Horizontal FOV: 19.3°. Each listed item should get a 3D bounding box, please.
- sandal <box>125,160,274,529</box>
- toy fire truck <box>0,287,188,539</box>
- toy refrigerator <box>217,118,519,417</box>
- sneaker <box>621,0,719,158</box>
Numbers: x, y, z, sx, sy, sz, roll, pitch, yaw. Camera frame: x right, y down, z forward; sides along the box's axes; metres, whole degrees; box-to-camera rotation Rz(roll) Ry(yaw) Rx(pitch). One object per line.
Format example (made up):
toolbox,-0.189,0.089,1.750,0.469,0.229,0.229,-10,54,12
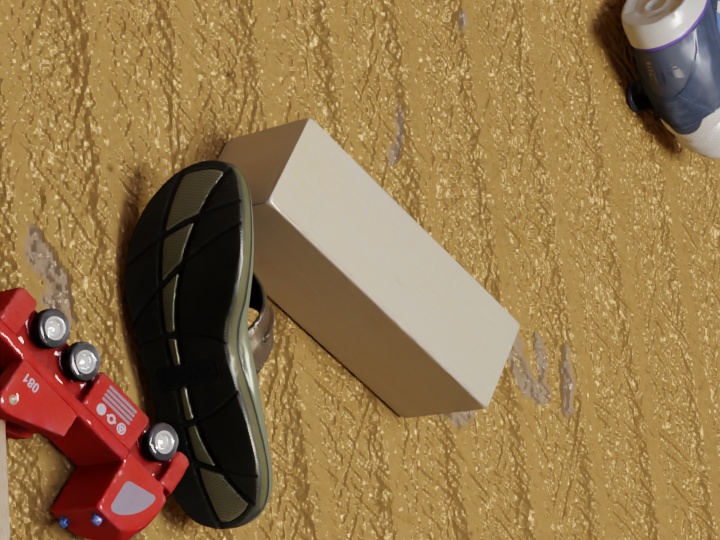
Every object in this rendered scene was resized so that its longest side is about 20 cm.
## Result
sandal,-0.081,0.041,1.176,0.057,0.079,0.202,-9,95,-61
toy fire truck,-0.187,0.088,1.075,0.200,0.049,0.141,50,53,-26
toy refrigerator,0.000,0.000,1.250,0.200,0.076,0.070,43,56,-29
sneaker,0.262,-0.173,1.535,0.147,0.080,0.200,59,46,-29
